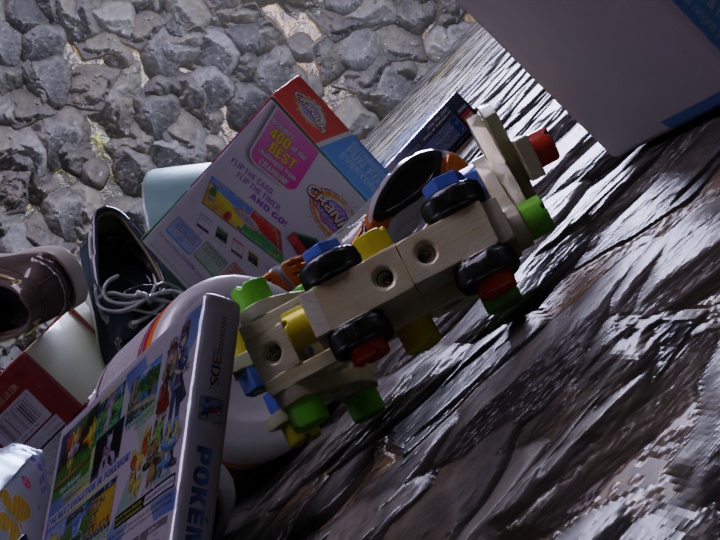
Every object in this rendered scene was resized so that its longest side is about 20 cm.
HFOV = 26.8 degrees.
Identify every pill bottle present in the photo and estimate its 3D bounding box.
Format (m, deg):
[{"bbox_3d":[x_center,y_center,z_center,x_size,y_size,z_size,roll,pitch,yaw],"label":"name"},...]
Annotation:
[{"bbox_3d":[-0.103,0.081,0.931,0.110,0.110,0.200,-49,6,-30],"label":"pill bottle"}]

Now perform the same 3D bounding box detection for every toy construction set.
[{"bbox_3d":[0.022,0.006,0.705,0.200,0.092,0.131,-42,-15,0],"label":"toy construction set"}]

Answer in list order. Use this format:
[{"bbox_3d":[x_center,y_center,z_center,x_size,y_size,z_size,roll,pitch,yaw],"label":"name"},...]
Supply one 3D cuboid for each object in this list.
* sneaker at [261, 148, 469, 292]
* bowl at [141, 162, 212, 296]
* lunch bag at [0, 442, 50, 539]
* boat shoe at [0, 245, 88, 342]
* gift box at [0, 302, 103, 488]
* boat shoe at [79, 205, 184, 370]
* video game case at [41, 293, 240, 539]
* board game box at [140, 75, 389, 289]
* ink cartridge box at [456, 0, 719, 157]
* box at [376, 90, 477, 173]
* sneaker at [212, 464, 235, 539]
[{"bbox_3d":[0.000,0.000,1.001,0.199,0.076,0.092,-38,-1,7],"label":"sneaker"},{"bbox_3d":[-0.102,-0.019,1.351,0.104,0.202,0.201,-25,10,11],"label":"bowl"},{"bbox_3d":[-0.255,0.219,0.913,0.170,0.126,0.201,-66,-1,-76],"label":"lunch bag"},{"bbox_3d":[-0.302,0.026,1.221,0.199,0.072,0.059,-10,18,42],"label":"boat shoe"},{"bbox_3d":[-0.247,0.131,1.236,0.184,0.200,0.187,-39,6,11],"label":"gift box"},{"bbox_3d":[-0.175,0.029,1.197,0.074,0.201,0.062,-7,-45,-19],"label":"boat shoe"},{"bbox_3d":[-0.114,0.130,0.707,0.200,0.022,0.184,-40,39,52],"label":"video game case"},{"bbox_3d":[-0.058,-0.028,1.141,0.200,0.153,0.040,-40,4,41],"label":"board game box"},{"bbox_3d":[0.155,-0.184,0.694,0.200,0.146,0.147,-48,6,-14],"label":"ink cartridge box"},{"bbox_3d":[0.034,-0.095,1.494,0.137,0.040,0.200,-47,6,-15],"label":"box"},{"bbox_3d":[-0.124,0.139,0.866,0.200,0.073,0.085,-43,9,43],"label":"sneaker"}]
